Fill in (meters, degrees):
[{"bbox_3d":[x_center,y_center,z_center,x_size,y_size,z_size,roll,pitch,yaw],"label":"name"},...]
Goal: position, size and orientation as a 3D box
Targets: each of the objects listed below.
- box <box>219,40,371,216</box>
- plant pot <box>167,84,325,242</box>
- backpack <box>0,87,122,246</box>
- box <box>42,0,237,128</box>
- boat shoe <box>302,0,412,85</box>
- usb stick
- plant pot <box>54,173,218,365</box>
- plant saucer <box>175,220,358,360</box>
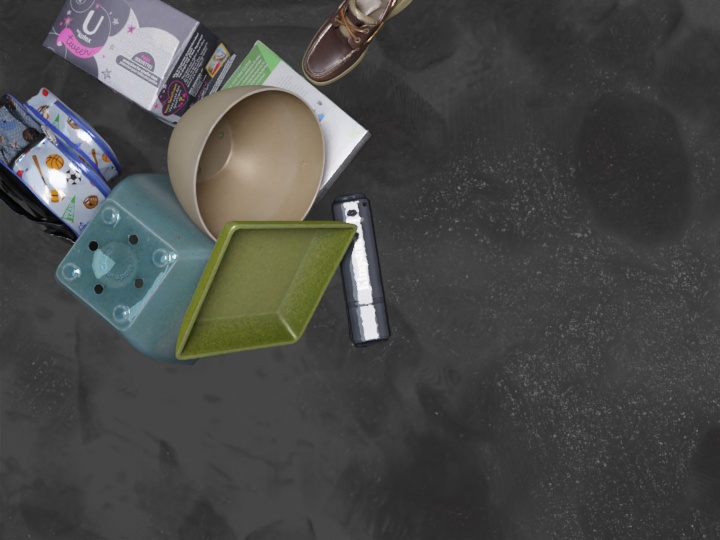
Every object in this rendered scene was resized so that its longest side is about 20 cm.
[{"bbox_3d":[-0.105,-0.191,1.101,0.200,0.036,0.145,41,95,7],"label":"box"},{"bbox_3d":[-0.160,-0.140,1.012,0.134,0.200,0.201,27,93,38],"label":"plant pot"},{"bbox_3d":[-0.403,-0.128,1.081,0.154,0.200,0.191,-40,83,-8],"label":"backpack"},{"bbox_3d":[-0.291,-0.291,1.078,0.199,0.115,0.133,32,94,19],"label":"box"},{"bbox_3d":[-0.005,-0.329,1.068,0.200,0.072,0.072,-42,82,6],"label":"boat shoe"},{"bbox_3d":[0.000,0.000,1.078,0.055,0.033,0.202,-9,87,10],"label":"usb stick"},{"bbox_3d":[-0.267,-0.003,1.040,0.195,0.200,0.197,37,95,8],"label":"plant pot"},{"bbox_3d":[-0.124,0.011,1.004,0.048,0.199,0.201,46,122,32],"label":"plant saucer"}]
